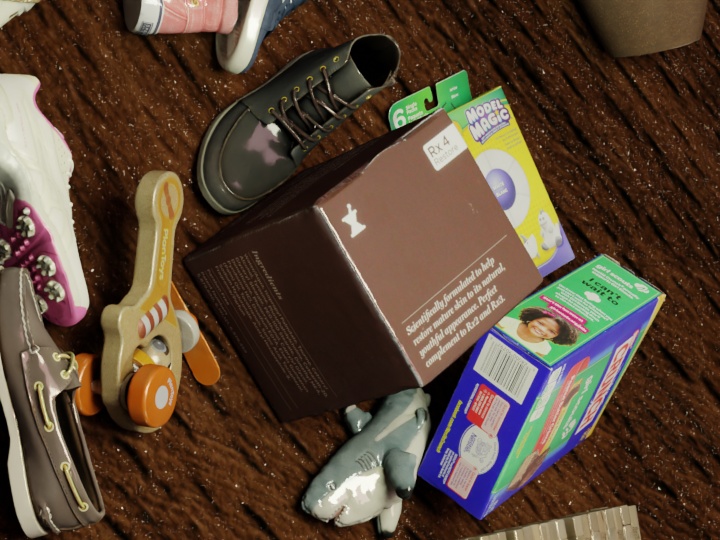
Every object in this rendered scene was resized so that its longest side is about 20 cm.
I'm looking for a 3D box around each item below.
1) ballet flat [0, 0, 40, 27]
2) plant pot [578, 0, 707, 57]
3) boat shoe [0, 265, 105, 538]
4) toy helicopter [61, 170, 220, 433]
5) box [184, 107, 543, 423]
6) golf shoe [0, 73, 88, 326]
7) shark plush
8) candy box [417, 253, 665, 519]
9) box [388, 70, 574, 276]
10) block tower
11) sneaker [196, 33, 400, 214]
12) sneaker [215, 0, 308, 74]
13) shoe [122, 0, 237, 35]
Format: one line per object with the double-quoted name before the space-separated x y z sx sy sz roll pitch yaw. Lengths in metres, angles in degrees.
"ballet flat" -0.306 -0.213 1.478 0.198 0.070 0.066 -3 108 -35
"plant pot" 0.267 -0.315 1.877 0.186 0.186 0.202 -23 107 -39
"boat shoe" -0.232 0.092 1.429 0.059 0.072 0.202 -10 87 6
"toy helicopter" -0.156 0.024 1.503 0.132 0.078 0.202 3 93 -63
"box" 0.000 0.000 1.559 0.166 0.199 0.165 -37 101 -36
"golf shoe" -0.243 -0.059 1.471 0.091 0.075 0.202 -30 99 -44
"shark plush" 0.018 0.126 1.629 0.083 0.091 0.202 20 69 1
"candy box" 0.154 0.095 1.647 0.077 0.170 0.199 35 35 20
"box" 0.108 -0.078 1.761 0.117 0.048 0.201 -29 95 -39
"block tower" 0.167 0.247 1.716 0.199 0.054 0.058 -3 81 -39
"sneaker" -0.053 -0.131 1.611 0.075 0.106 0.200 49 54 -17
"sneaker" -0.060 -0.243 1.655 0.084 0.075 0.202 29 62 -23
"shoe" -0.148 -0.291 1.596 0.090 0.071 0.202 0 84 -24
